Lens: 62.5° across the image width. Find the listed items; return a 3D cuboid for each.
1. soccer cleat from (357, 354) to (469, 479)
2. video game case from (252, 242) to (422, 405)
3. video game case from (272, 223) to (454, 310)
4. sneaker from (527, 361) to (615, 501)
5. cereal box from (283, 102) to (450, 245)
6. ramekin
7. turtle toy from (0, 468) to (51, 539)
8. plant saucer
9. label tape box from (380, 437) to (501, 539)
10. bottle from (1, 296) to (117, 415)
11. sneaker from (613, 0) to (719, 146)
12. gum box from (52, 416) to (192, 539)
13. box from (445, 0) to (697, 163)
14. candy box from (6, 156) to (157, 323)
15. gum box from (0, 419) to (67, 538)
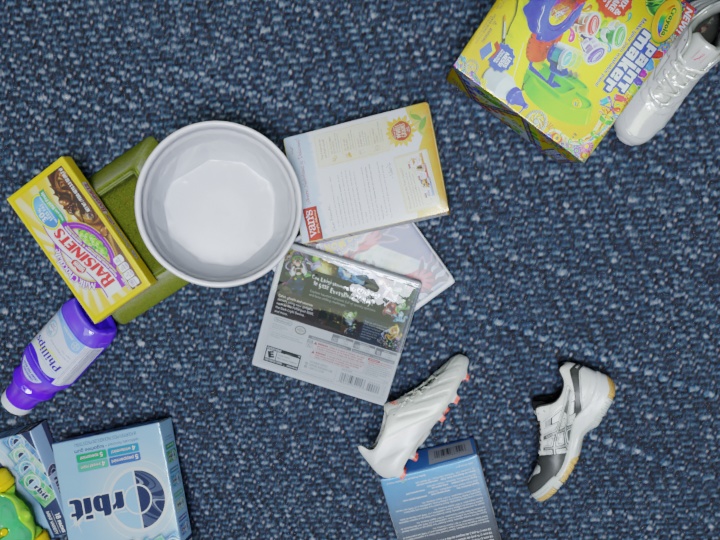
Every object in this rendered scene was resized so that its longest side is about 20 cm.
[{"bbox_3d":[0.076,0.190,0.815,0.077,0.069,0.201,36,82,7],"label":"soccer cleat"},{"bbox_3d":[-0.034,0.073,0.820,0.198,0.023,0.184,17,101,2],"label":"video game case"},{"bbox_3d":[0.000,0.000,0.826,0.199,0.023,0.183,-36,96,8],"label":"video game case"},{"bbox_3d":[0.273,0.221,0.833,0.087,0.076,0.202,27,98,15],"label":"sneaker"},{"bbox_3d":[0.007,-0.123,0.776,0.198,0.040,0.146,-11,87,11],"label":"cereal box"},{"bbox_3d":[-0.179,-0.079,0.759,0.198,0.105,0.203,0,89,-14],"label":"ramekin"},{"bbox_3d":[-0.553,0.388,0.840,0.198,0.101,0.147,-27,98,8],"label":"turtle toy"},{"bbox_3d":[-0.322,-0.049,0.824,0.199,0.048,0.201,-31,97,8],"label":"plant saucer"},{"bbox_3d":[0.123,0.361,0.859,0.143,0.063,0.202,-15,98,6],"label":"label tape box"},{"bbox_3d":[-0.437,0.127,0.848,0.200,0.065,0.084,-43,75,14],"label":"bottle"},{"bbox_3d":[0.384,-0.247,0.722,0.077,0.099,0.201,29,100,-2],"label":"sneaker"},{"bbox_3d":[-0.346,0.333,0.866,0.168,0.045,0.203,-12,87,6],"label":"gum box"},{"bbox_3d":[0.240,-0.268,0.716,0.192,0.122,0.201,34,101,-2],"label":"box"},{"bbox_3d":[-0.371,-0.039,0.792,0.102,0.026,0.201,-32,96,11],"label":"candy box"},{"bbox_3d":[-0.549,0.338,0.905,0.198,0.045,0.172,-16,98,5],"label":"gum box"}]
